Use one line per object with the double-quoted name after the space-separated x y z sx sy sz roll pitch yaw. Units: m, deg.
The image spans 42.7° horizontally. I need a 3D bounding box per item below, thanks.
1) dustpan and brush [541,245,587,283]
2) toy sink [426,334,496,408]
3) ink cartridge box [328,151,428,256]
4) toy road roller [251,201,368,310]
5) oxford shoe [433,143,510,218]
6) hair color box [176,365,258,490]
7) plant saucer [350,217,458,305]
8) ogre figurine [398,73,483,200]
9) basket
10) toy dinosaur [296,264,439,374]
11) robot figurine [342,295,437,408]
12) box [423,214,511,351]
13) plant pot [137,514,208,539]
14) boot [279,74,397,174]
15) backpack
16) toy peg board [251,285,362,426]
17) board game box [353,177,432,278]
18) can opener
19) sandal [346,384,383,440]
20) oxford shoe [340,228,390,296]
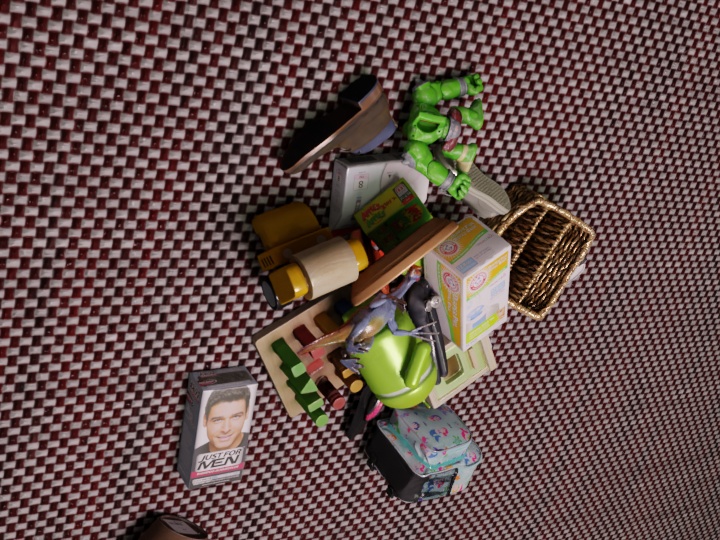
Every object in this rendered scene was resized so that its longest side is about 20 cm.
0.340 0.006 1.760 0.200 0.140 0.057 -30 124 18 "dustpan and brush"
0.175 0.137 1.711 0.200 0.112 0.131 -33 131 -13 "toy sink"
0.028 -0.093 1.513 0.162 0.057 0.201 -10 118 -29 "ink cartridge box"
-0.091 -0.032 1.382 0.123 0.200 0.147 -23 92 -23 "toy road roller"
0.182 -0.146 1.576 0.058 0.075 0.200 -25 138 32 "oxford shoe"
-0.241 0.263 1.541 0.099 0.061 0.201 -5 119 -32 "hair color box"
0.060 -0.020 1.401 0.200 0.200 0.038 -38 91 -9 "plant saucer"
0.129 -0.225 1.455 0.119 0.098 0.201 13 99 -19 "ogre figurine"
0.296 -0.038 1.661 0.142 0.149 0.200 23 104 -41 "basket"
0.021 0.058 1.419 0.105 0.199 0.182 84 24 -48 "toy dinosaur"
0.051 0.141 1.516 0.115 0.175 0.200 -35 107 -16 "robot figurine"
0.181 0.023 1.573 0.112 0.101 0.200 -33 143 -22 "box"
-0.344 0.531 1.577 0.187 0.187 0.201 24 88 -41 "plant pot"
-0.027 -0.194 1.394 0.200 0.075 0.097 -43 130 -6 "boot"
0.132 0.343 1.769 0.199 0.178 0.151 6 119 -41 "backpack"
-0.052 0.155 1.578 0.199 0.098 0.201 -31 131 -14 "toy peg board"
0.077 -0.062 1.524 0.101 0.048 0.200 -38 146 5 "board game box"
0.115 0.103 1.582 0.063 0.078 0.201 -40 120 -37 "can opener"
0.026 0.247 1.687 0.075 0.045 0.200 -34 153 -44 "sandal"
0.000 0.000 1.537 0.072 0.071 0.200 -16 143 11 "oxford shoe"
